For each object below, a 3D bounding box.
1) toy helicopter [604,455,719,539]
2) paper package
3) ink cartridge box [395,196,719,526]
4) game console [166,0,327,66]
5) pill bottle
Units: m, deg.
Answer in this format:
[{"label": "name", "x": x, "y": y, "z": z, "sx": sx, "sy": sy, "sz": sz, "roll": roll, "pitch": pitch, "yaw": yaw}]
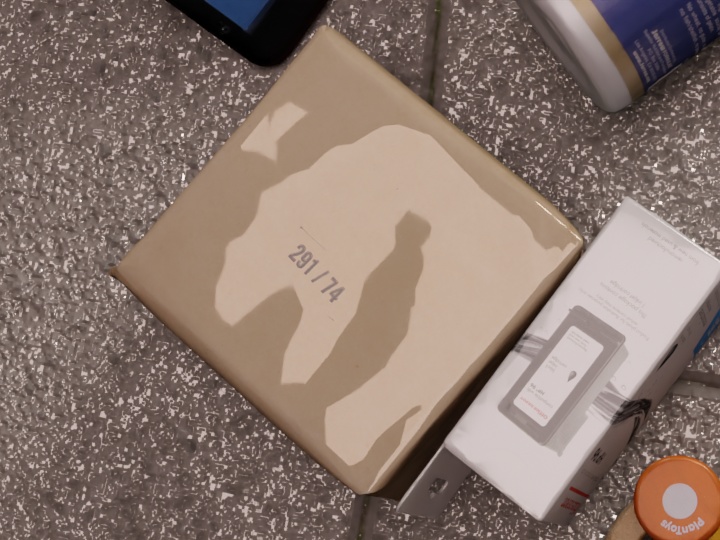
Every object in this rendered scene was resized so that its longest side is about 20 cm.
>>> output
[{"label": "toy helicopter", "x": 0.221, "y": 0.179, "z": 0.848, "sx": 0.199, "sy": 0.079, "sz": 0.133, "roll": 13, "pitch": 84, "yaw": 11}, {"label": "paper package", "x": 0.000, "y": 0.000, "z": 0.917, "sx": 0.200, "sy": 0.103, "sz": 0.191, "roll": 41, "pitch": 91, "yaw": 17}, {"label": "ink cartridge box", "x": 0.113, "y": 0.070, "z": 0.871, "sx": 0.068, "sy": 0.116, "sz": 0.200, "roll": 37, "pitch": 90, "yaw": 18}, {"label": "game console", "x": -0.068, "y": -0.236, "z": 0.924, "sx": 0.200, "sy": 0.172, "sz": 0.119, "roll": 34, "pitch": 65, "yaw": -19}, {"label": "pill bottle", "x": 0.185, "y": -0.189, "z": 0.903, "sx": 0.200, "sy": 0.111, "sz": 0.111, "roll": -37, "pitch": 74, "yaw": 4}]
